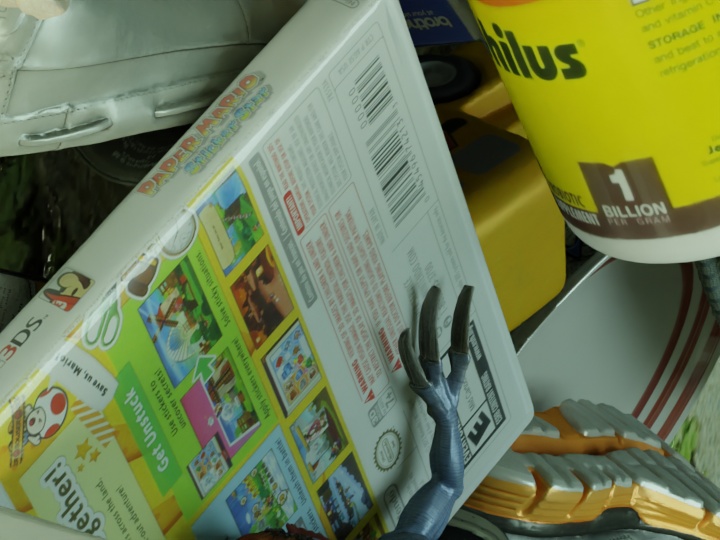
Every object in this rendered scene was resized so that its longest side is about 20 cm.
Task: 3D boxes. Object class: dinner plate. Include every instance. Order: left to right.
[{"bbox_3d":[0.080,0.053,1.153,0.200,0.024,0.200,-41,151,-28],"label":"dinner plate"}]

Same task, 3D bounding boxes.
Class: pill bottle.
[{"bbox_3d":[0.076,-0.109,0.866,0.109,0.109,0.200,-53,126,-45],"label":"pill bottle"}]

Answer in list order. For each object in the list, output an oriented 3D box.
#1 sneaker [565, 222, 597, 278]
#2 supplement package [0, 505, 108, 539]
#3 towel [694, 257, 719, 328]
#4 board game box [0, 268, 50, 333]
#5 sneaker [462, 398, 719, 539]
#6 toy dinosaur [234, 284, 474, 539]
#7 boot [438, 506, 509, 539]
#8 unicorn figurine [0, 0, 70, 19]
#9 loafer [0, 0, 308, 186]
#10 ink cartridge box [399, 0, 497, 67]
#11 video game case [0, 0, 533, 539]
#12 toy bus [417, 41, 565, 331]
[{"bbox_3d":[0.062,-0.036,1.131,0.085,0.077,0.200,-31,156,-16],"label":"sneaker"},{"bbox_3d":[-0.066,0.170,0.779,0.117,0.117,0.200,-60,151,-31],"label":"supplement package"},{"bbox_3d":[0.172,-0.053,1.165,0.200,0.034,0.193,54,43,-61],"label":"towel"},{"bbox_3d":[-0.119,0.097,0.814,0.135,0.035,0.201,17,86,-67],"label":"board game box"},{"bbox_3d":[0.074,0.095,1.085,0.200,0.078,0.077,13,110,-49],"label":"sneaker"},{"bbox_3d":[0.035,0.115,0.882,0.181,0.105,0.201,0,116,-27],"label":"toy dinosaur"},{"bbox_3d":[0.003,0.193,0.971,0.154,0.073,0.204,-94,-155,-59],"label":"boot"},{"bbox_3d":[-0.048,-0.116,0.758,0.200,0.074,0.138,-36,95,-38],"label":"unicorn figurine"},{"bbox_3d":[-0.060,-0.059,0.838,0.200,0.070,0.070,-1,106,-58],"label":"loafer"},{"bbox_3d":[0.014,-0.156,0.908,0.200,0.042,0.120,51,52,-32],"label":"ink cartridge box"},{"bbox_3d":[-0.029,0.043,0.858,0.182,0.023,0.200,-49,144,-23],"label":"video game case"},{"bbox_3d":[0.000,0.000,0.960,0.200,0.078,0.065,-35,134,-37],"label":"toy bus"}]
